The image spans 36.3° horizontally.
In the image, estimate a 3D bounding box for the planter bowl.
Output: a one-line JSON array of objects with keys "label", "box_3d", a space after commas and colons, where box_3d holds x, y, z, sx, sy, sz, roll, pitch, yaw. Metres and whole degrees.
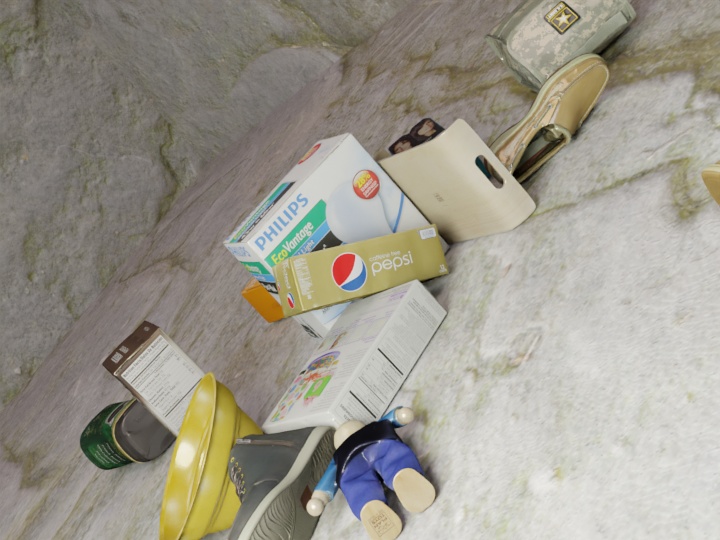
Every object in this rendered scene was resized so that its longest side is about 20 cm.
[{"label": "planter bowl", "box_3d": [-0.155, 0.220, 1.216, 0.200, 0.083, 0.203, -164, 90, -74]}]

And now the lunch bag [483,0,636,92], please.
[{"label": "lunch bag", "box_3d": [0.286, -0.338, 1.563, 0.164, 0.118, 0.200, -42, 21, 5]}]

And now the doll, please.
[{"label": "doll", "box_3d": [0.005, 0.184, 1.028, 0.136, 0.049, 0.200, -43, 16, -1]}]

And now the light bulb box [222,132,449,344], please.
[{"label": "light bulb box", "box_3d": [-0.032, -0.033, 1.404, 0.199, 0.200, 0.125, -48, 16, -15]}]

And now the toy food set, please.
[{"label": "toy food set", "box_3d": [0.112, -0.111, 1.350, 0.061, 0.144, 0.199, -49, 16, -22]}]

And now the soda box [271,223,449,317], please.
[{"label": "soda box", "box_3d": [0.000, 0.000, 1.302, 0.198, 0.065, 0.068, -13, -5, -25]}]

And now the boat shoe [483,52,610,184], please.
[{"label": "boat shoe", "box_3d": [0.245, -0.181, 1.368, 0.200, 0.071, 0.076, -50, 29, 7]}]

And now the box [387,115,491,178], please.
[{"label": "box", "box_3d": [0.110, -0.156, 1.572, 0.082, 0.049, 0.200, -39, 27, 1]}]

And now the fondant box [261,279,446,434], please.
[{"label": "fondant box", "box_3d": [-0.007, 0.111, 1.234, 0.144, 0.058, 0.201, -22, 26, 53]}]

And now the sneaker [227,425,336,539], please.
[{"label": "sneaker", "box_3d": [-0.100, 0.229, 1.080, 0.105, 0.076, 0.200, -7, 23, 27]}]

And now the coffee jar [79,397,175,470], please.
[{"label": "coffee jar", "box_3d": [-0.353, 0.248, 1.695, 0.104, 0.085, 0.199, -49, 15, -32]}]

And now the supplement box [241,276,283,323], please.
[{"label": "supplement box", "box_3d": [-0.085, -0.021, 1.743, 0.126, 0.074, 0.201, -23, 26, 51]}]

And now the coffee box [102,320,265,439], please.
[{"label": "coffee box", "box_3d": [-0.218, 0.162, 1.365, 0.080, 0.200, 0.113, -46, 15, -13]}]

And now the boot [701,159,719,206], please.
[{"label": "boot", "box_3d": [0.360, -0.094, 0.813, 0.156, 0.073, 0.200, -46, 17, -8]}]
